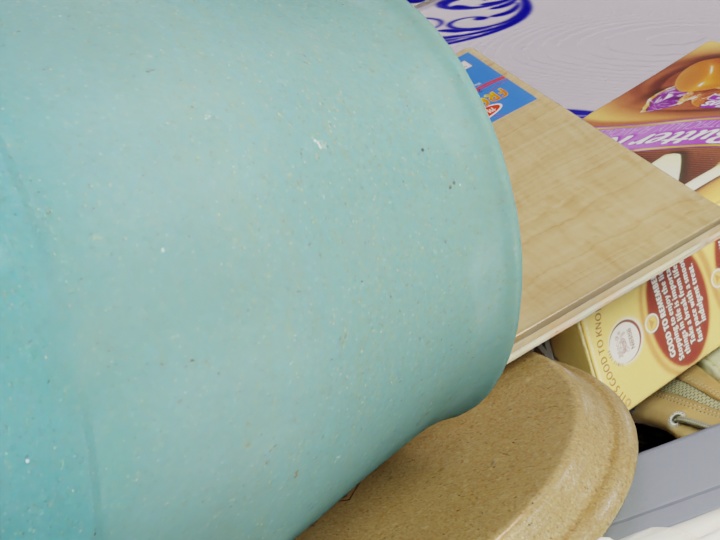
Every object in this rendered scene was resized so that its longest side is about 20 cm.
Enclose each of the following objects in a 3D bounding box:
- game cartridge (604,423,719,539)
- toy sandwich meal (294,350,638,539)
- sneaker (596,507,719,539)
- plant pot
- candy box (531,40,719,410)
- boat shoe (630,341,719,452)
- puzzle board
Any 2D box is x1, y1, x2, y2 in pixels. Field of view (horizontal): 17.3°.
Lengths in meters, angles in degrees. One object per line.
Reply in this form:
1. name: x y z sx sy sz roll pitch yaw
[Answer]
1. game cartridge: 0.123 0.101 0.649 0.133 0.040 0.200 -26 26 21
2. toy sandwich meal: 0.002 0.093 0.749 0.205 0.070 0.205 -19 23 9
3. sneaker: 0.021 0.093 0.612 0.200 0.073 0.085 -26 61 0
4. plant pot: -0.067 0.002 0.655 0.188 0.200 0.200 -17 21 -30
5. candy box: 0.114 -0.021 0.883 0.200 0.057 0.117 -33 27 -31
6. boat shoe: 0.132 0.076 0.801 0.076 0.072 0.200 -27 17 -11
7. puzzle board: 0.000 0.000 0.793 0.200 0.017 0.151 -29 39 -20
